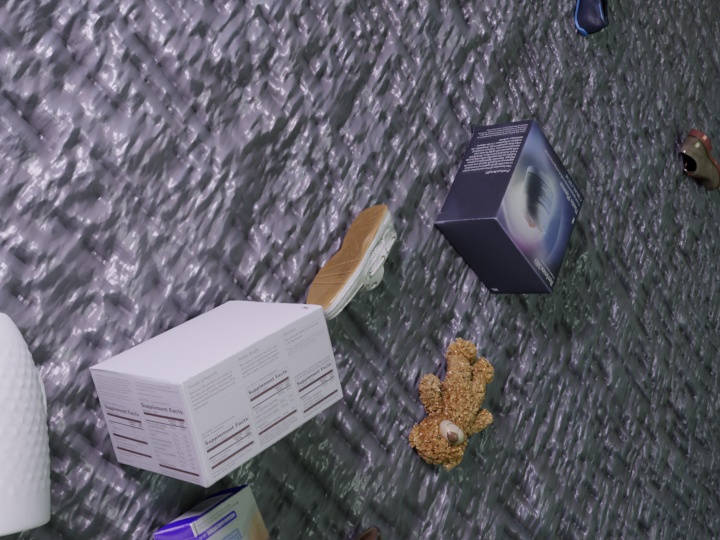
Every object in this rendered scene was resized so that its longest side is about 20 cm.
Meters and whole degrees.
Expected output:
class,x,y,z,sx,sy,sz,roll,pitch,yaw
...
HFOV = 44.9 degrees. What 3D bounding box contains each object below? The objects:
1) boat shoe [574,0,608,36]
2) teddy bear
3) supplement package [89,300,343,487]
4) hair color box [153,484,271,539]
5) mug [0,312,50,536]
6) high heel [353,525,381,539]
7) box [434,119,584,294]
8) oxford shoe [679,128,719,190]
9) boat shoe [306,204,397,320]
class,x,y,z,sx,sy,sz,roll,pitch,yaw
boat shoe,0.469,-0.549,1.692,0.084,0.069,0.201,15,78,-47
teddy bear,0.148,0.198,1.312,0.200,0.067,0.145,-43,117,-41
supplement package,-0.148,0.118,0.915,0.200,0.155,0.111,-26,110,-45
hair color box,-0.134,0.349,0.940,0.109,0.065,0.201,-21,90,-61
mug,-0.329,0.128,0.739,0.200,0.147,0.176,27,57,-77
high heel,-0.036,0.375,1.090,0.200,0.071,0.143,48,60,-56
box,0.244,-0.096,1.389,0.200,0.123,0.199,45,58,-37
oxford shoe,0.804,-0.248,2.078,0.075,0.070,0.200,-48,129,-6
boat shoe,0.000,0.000,1.148,0.069,0.071,0.200,55,50,-29
